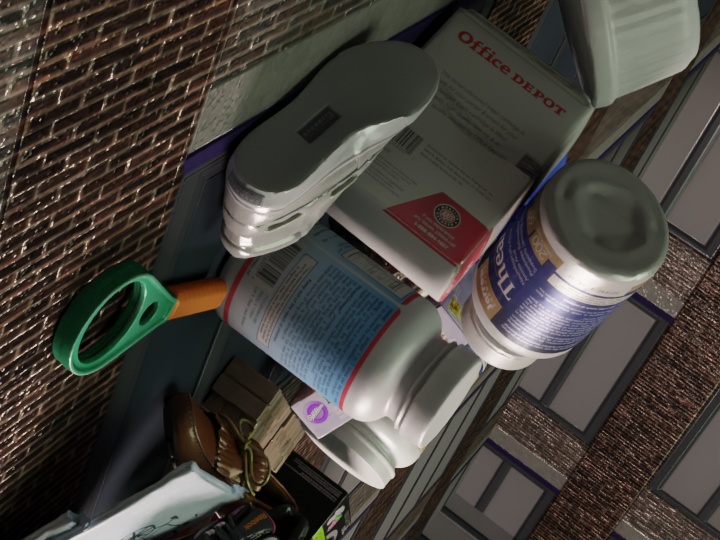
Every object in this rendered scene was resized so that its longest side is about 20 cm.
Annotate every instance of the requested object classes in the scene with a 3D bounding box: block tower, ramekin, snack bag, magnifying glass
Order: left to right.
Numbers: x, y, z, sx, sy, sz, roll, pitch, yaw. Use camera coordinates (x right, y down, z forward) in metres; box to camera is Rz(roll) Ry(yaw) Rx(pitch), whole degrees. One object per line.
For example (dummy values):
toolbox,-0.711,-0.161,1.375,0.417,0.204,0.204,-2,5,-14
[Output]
snack bag,-0.191,0.201,1.029,0.199,0.022,0.189,-30,163,-1
magnifying glass,-0.144,0.026,0.927,0.080,0.022,0.200,-59,167,15
block tower,-0.099,0.140,1.287,0.054,0.058,0.200,-52,165,-12
ramekin,0.216,-0.243,1.127,0.093,0.204,0.202,-13,168,6

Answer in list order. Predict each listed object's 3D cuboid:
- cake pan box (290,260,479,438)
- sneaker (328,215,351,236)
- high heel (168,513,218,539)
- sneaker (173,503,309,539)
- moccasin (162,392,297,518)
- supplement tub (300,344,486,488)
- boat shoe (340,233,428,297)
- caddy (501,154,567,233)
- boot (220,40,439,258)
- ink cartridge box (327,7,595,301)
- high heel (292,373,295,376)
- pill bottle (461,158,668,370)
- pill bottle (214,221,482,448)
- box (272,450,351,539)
cake pan box,0.030,0.066,1.347,0.199,0.052,0.184,-35,-172,21
sneaker,0.032,-0.041,1.243,0.081,0.074,0.200,-44,146,8
high heel,-0.164,0.250,1.251,0.200,0.067,0.097,-44,151,-53
sneaker,-0.112,0.227,1.103,0.087,0.080,0.200,-50,164,20
moccasin,-0.108,0.167,1.160,0.077,0.074,0.202,-20,132,8
supplement tub,0.038,0.133,1.552,0.200,0.144,0.145,-51,166,-17
boat shoe,0.000,0.000,1.147,0.199,0.072,0.065,-27,142,5
caddy,0.113,-0.093,1.279,0.105,0.141,0.200,-55,166,-11
boot,-0.027,-0.087,0.982,0.199,0.074,0.096,-36,165,-32
ink cartridge box,0.076,-0.098,1.117,0.200,0.145,0.085,-48,171,-24
high heel,-0.015,0.016,1.273,0.200,0.067,0.097,-47,129,-47
pill bottle,0.159,0.004,1.124,0.111,0.111,0.200,-45,175,-35
pill bottle,-0.009,0.045,1.055,0.109,0.199,0.109,-50,166,-18
box,-0.116,0.297,1.453,0.200,0.124,0.149,-50,165,-17
